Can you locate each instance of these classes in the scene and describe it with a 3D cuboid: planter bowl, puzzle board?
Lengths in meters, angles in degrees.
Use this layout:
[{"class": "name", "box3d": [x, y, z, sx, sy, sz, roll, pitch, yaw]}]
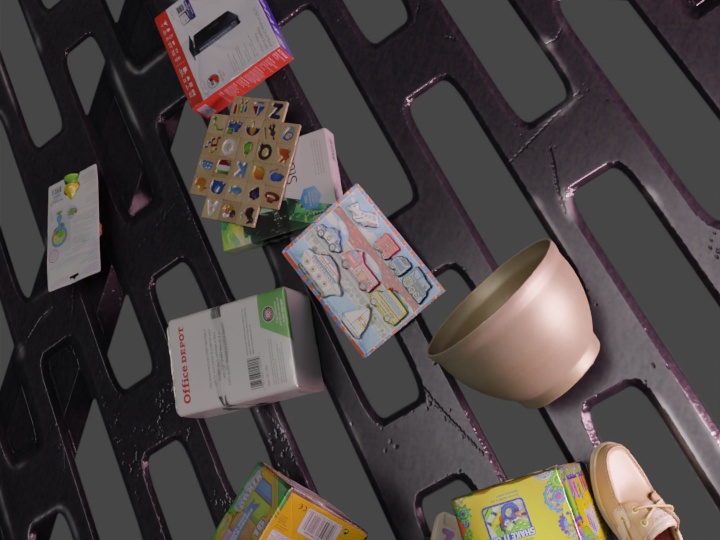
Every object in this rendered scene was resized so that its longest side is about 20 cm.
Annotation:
[{"class": "planter bowl", "box3d": [0.196, 0.078, 0.936, 0.200, 0.200, 0.135, -43, 93, 10]}, {"class": "puzzle board", "box3d": [0.000, 0.000, 1.100, 0.151, 0.017, 0.200, -41, 76, 11]}]

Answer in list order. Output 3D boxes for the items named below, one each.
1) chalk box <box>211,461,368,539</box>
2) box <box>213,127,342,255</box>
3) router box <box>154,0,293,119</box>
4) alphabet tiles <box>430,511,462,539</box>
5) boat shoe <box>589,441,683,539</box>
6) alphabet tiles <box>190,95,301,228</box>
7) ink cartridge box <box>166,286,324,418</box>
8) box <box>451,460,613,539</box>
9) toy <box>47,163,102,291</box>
[{"class": "chalk box", "box3d": [-0.101, 0.335, 1.002, 0.124, 0.200, 0.124, 35, 76, -17]}, {"class": "box", "box3d": [-0.125, -0.118, 1.188, 0.200, 0.036, 0.145, -16, 73, 21]}, {"class": "router box", "box3d": [-0.226, -0.380, 1.279, 0.179, 0.049, 0.200, -32, 68, 15]}, {"class": "alphabet tiles", "box3d": [0.115, 0.389, 0.895, 0.015, 0.200, 0.196, -26, 39, 53]}, {"class": "boat shoe", "box3d": [0.324, 0.286, 0.875, 0.074, 0.069, 0.200, -15, 76, -24]}, {"class": "alphabet tiles", "box3d": [-0.177, -0.169, 1.200, 0.166, 0.006, 0.200, 12, 83, 25]}, {"class": "ink cartridge box", "box3d": [-0.168, 0.122, 1.130, 0.200, 0.084, 0.146, -16, 73, 21]}, {"class": "box", "box3d": [0.210, 0.321, 0.858, 0.122, 0.200, 0.193, -23, 70, 18]}, {"class": "toy", "box3d": [-0.474, -0.069, 1.326, 0.115, 0.047, 0.200, -20, 69, 23]}]
